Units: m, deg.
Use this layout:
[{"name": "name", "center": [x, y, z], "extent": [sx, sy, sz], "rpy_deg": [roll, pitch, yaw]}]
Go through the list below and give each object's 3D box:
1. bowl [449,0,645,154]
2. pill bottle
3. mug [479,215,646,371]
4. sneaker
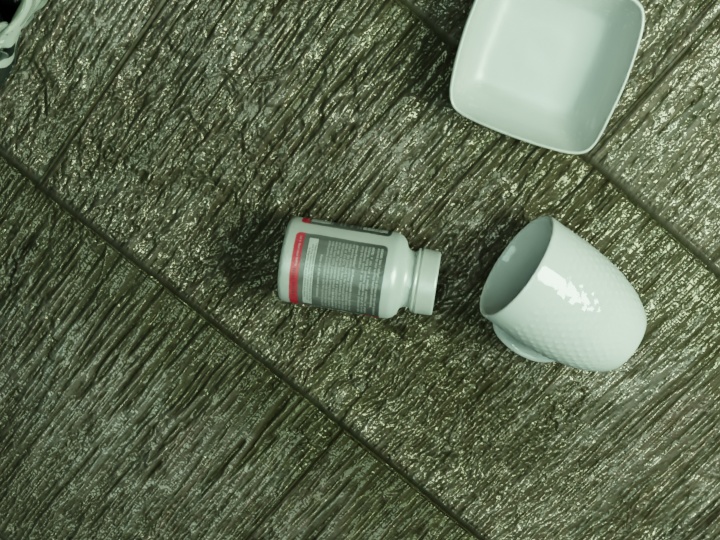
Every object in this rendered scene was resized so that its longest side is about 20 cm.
[{"name": "bowl", "center": [0.217, -0.258, 1.259], "extent": [0.198, 0.075, 0.202], "rpy_deg": [19, 111, 1]}, {"name": "pill bottle", "center": [0.000, 0.000, 1.358], "extent": [0.198, 0.111, 0.112], "rpy_deg": [9, 110, 5]}, {"name": "mug", "center": [0.248, 0.053, 1.338], "extent": [0.174, 0.148, 0.200], "rpy_deg": [33, 140, -12]}, {"name": "sneaker", "center": [-0.462, -0.300, 1.331], "extent": [0.074, 0.089, 0.201], "rpy_deg": [32, 111, -6]}]
